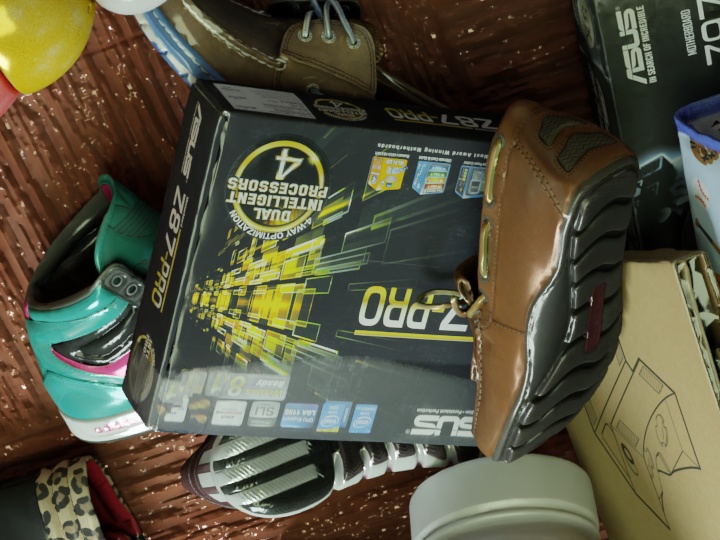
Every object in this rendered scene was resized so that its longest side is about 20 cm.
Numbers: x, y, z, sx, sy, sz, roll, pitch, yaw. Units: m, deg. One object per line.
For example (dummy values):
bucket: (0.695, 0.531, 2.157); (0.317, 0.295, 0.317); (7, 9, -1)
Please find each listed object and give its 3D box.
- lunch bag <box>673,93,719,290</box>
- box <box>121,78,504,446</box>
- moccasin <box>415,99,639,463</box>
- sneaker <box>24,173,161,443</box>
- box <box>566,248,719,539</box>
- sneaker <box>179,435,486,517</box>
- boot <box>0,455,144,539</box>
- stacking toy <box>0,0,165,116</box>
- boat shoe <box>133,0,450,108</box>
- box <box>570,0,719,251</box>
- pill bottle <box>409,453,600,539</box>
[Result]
lunch bag: (0.262, -0.017, 1.172); (0.200, 0.124, 0.170); (-22, 122, -16)
box: (0.000, 0.000, 1.234); (0.200, 0.049, 0.161); (5, 114, -27)
moccasin: (0.074, 0.009, 1.200); (0.074, 0.078, 0.201); (-34, 146, -27)
sneaker: (-0.083, -0.001, 1.293); (0.200, 0.084, 0.121); (-24, 126, 10)
box: (0.140, 0.068, 1.252); (0.021, 0.200, 0.164); (-21, 97, -17)
sneaker: (-0.006, 0.076, 1.351); (0.200, 0.115, 0.076); (-14, 89, -28)
boot: (-0.183, 0.192, 1.409); (0.150, 0.073, 0.200); (-18, 114, 8)
stacking toy: (-0.172, -0.122, 1.178); (0.200, 0.146, 0.146); (-19, 120, 7)
boat shoe: (-0.023, -0.097, 1.248); (0.200, 0.072, 0.072); (34, 109, -31)
box: (0.194, -0.084, 1.239); (0.164, 0.086, 0.200); (-14, 120, -1)
pill bottle: (0.082, 0.200, 1.288); (0.113, 0.200, 0.113); (-5, 150, -3)
